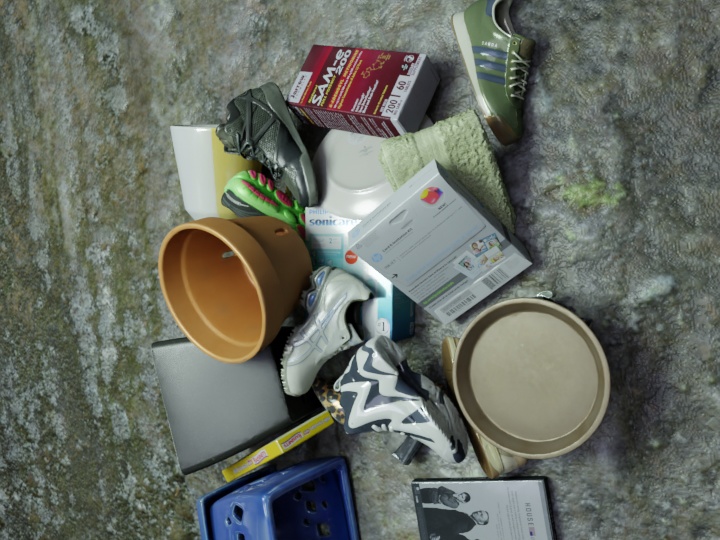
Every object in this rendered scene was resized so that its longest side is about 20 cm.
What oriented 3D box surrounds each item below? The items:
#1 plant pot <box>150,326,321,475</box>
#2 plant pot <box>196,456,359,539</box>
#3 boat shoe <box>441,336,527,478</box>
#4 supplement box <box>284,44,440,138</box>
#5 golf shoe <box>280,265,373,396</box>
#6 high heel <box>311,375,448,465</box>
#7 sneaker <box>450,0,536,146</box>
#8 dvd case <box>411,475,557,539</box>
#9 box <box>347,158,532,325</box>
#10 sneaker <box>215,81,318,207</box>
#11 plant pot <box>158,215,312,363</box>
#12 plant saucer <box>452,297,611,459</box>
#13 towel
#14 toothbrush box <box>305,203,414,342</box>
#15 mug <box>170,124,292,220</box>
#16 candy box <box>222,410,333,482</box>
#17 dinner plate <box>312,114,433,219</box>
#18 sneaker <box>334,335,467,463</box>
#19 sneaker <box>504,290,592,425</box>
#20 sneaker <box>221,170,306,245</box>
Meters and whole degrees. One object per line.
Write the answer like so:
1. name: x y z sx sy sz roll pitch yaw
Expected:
1. plant pot: -0.176 0.178 1.086 0.177 0.200 0.200 -18 84 17
2. plant pot: -0.131 0.404 1.068 0.180 0.200 0.200 -10 89 34
3. boat shoe: 0.169 0.182 0.972 0.064 0.071 0.200 -19 82 -8
4. supplement box: 0.000 -0.258 1.003 0.200 0.061 0.109 16 76 33
5. golf shoe: -0.047 0.097 0.977 0.097 0.078 0.200 23 105 19
6. high heel: 0.029 0.176 1.037 0.200 0.071 0.143 33 107 13
7. sneaker: 0.192 -0.274 0.925 0.090 0.067 0.201 -24 78 32
8. dvd case: 0.177 0.371 0.995 0.200 0.025 0.151 -10 88 27
9. box: 0.106 -0.030 0.927 0.156 0.200 0.041 -39 32 23
10. sneaker: -0.138 -0.168 1.008 0.114 0.076 0.200 -24 83 -17
11. plant pot: -0.162 0.010 0.974 0.200 0.140 0.200 16 119 31
12. plant saucer: 0.212 0.133 0.874 0.200 0.029 0.201 1 91 31
13. towel: 0.119 -0.103 0.923 0.148 0.037 0.200 -19 121 9
14. toothbrush box: 0.000 0.000 1.035 0.146 0.085 0.201 3 93 27
15. mug: -0.212 -0.151 1.106 0.186 0.149 0.154 15 108 46
16. candy box: -0.130 0.271 1.070 0.200 0.102 0.026 -39 76 48
17. dinner plate: 0.013 -0.165 1.002 0.200 0.024 0.201 -12 58 21
18. sneaker: 0.044 0.201 0.957 0.199 0.079 0.130 46 118 -3
19. sneaker: 0.255 0.117 0.907 0.130 0.079 0.200 -33 68 34
20. sneaker: -0.128 -0.071 1.070 0.084 0.077 0.200 -26 120 39
